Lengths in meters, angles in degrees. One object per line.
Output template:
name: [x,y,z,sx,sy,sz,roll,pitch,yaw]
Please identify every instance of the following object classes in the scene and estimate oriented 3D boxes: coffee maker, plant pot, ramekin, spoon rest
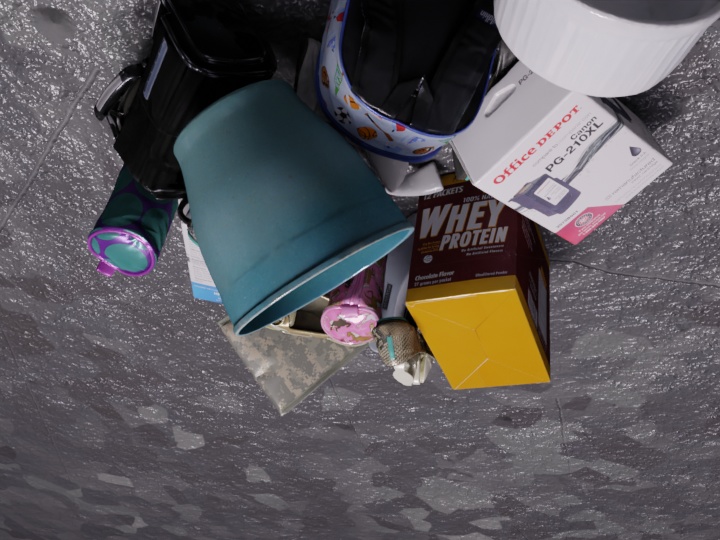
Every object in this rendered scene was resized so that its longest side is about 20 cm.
coffee maker: [-0.177,-0.181,0.850,0.192,0.135,0.200,46,135,1]
plant pot: [-0.078,-0.069,0.746,0.199,0.199,0.190,-35,83,42]
ramekin: [0.212,-0.248,0.672,0.197,0.203,0.098,11,150,-2]
spoon rest: [0.038,-0.125,0.897,0.060,0.101,0.200,-24,161,19]

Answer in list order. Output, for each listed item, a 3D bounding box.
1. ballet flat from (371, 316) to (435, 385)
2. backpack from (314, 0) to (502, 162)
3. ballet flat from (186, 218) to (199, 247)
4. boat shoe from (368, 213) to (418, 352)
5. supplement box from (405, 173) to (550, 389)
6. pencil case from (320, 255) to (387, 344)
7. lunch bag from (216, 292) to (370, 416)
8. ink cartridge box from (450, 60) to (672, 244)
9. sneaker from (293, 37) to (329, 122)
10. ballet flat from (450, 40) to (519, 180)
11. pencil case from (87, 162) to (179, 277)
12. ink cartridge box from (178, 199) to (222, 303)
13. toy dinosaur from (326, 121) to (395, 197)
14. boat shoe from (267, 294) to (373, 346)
ballet flat: [0.059,0.108,0.975,0.067,0.076,0.200,-10,167,14]
backpack: [0.040,-0.208,0.756,0.198,0.193,0.154,19,155,-12]
ballet flat: [-0.115,-0.052,0.892,0.071,0.073,0.200,-14,172,26]
boat shoe: [0.072,0.023,1.074,0.067,0.202,0.073,10,-174,-34]
supplement box: [0.159,0.011,0.990,0.131,0.202,0.198,-8,138,22]
pencil case: [0.000,0.000,1.011,0.082,0.202,0.086,-21,132,32]
lunch bag: [-0.083,0.081,1.117,0.165,0.199,0.118,54,171,0]
ink cartridge box: [0.217,-0.130,0.837,0.199,0.085,0.145,21,126,-39]
sneaker: [-0.043,-0.176,0.910,0.078,0.075,0.201,7,142,-5]
ballet flat: [0.136,-0.193,0.862,0.068,0.068,0.201,25,129,-5]
pencil case: [-0.267,-0.093,0.953,0.092,0.202,0.085,-26,130,35]
ink cartridge box: [-0.186,-0.060,1.041,0.066,0.117,0.201,13,142,5]
toy dinosaur: [-0.029,-0.119,0.921,0.104,0.201,0.183,20,137,18]
boat shoe: [-0.070,0.055,1.027,0.199,0.074,0.063,22,169,-19]
